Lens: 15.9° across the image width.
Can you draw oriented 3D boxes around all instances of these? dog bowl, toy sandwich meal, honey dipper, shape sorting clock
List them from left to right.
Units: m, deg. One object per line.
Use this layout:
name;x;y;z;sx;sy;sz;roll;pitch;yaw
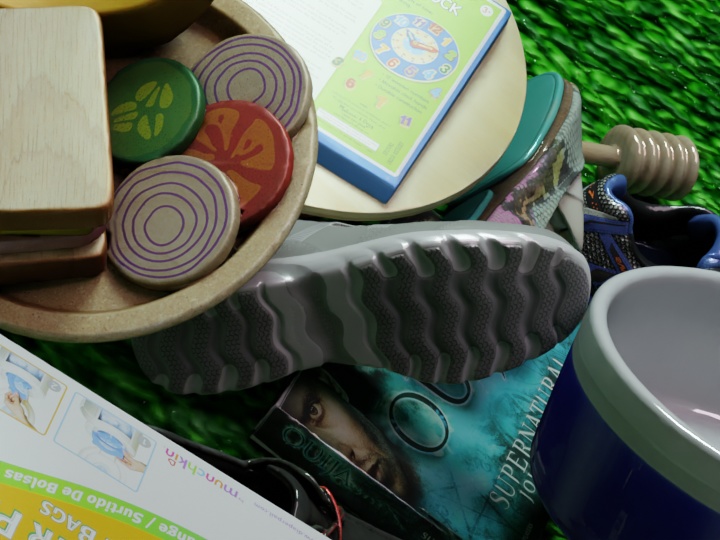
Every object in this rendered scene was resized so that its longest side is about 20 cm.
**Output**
toy sandwich meal;-0.119;-0.062;1.073;0.204;0.070;0.206;-1;61;3
shape sorting clock;-0.018;-0.107;1.195;0.199;0.039;0.201;8;59;-13
honey dipper;0.095;-0.068;1.377;0.199;0.038;0.038;8;45;-34
dog bowl;0.176;0.084;1.108;0.199;0.079;0.200;19;25;-9

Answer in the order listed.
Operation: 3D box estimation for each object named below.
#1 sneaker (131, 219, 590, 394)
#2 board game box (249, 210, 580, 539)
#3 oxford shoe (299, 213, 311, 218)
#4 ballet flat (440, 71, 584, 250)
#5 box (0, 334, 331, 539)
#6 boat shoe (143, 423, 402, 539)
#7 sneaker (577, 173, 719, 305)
sneaker;0.000;0.000;1.125;0.199;0.075;0.082;-3;32;-1
board game box;0.039;0.056;1.197;0.135;0.028;0.200;36;35;-4
oxford shoe;-0.047;-0.066;1.221;0.073;0.071;0.200;47;36;18
ballet flat;0.072;-0.020;1.240;0.071;0.069;0.200;51;36;-14
box;-0.124;0.111;0.919;0.200;0.113;0.102;33;36;-10
boat shoe;-0.035;0.115;1.038;0.201;0.063;0.074;20;37;-27
sneaker;0.177;0.012;1.323;0.199;0.079;0.076;21;40;-23
